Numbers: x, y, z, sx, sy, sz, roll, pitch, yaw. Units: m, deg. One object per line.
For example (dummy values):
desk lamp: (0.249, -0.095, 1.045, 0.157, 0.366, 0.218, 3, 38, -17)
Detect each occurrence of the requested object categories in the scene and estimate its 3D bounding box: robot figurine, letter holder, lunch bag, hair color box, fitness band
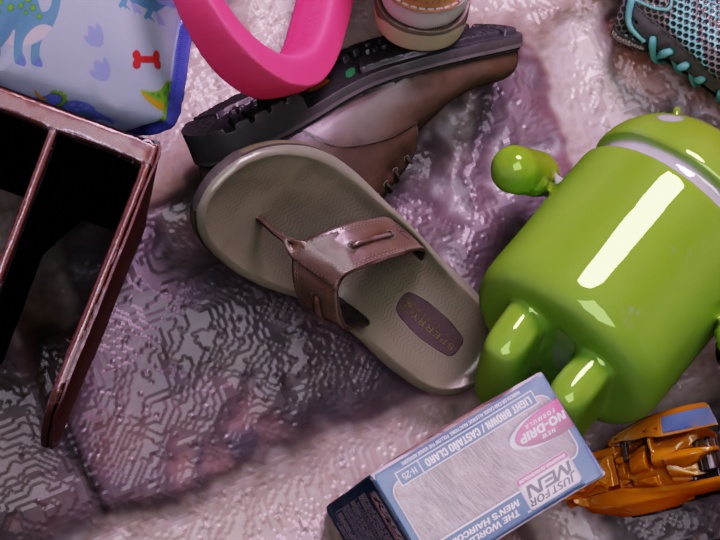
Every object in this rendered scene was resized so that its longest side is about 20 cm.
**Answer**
robot figurine: (0.143, 0.000, 1.278, 0.175, 0.116, 0.200, 36, 68, 16)
letter holder: (-0.173, 0.006, 1.198, 0.100, 0.200, 0.143, 20, 79, -4)
robot figurine: (0.204, 0.126, 1.253, 0.199, 0.058, 0.146, -18, 81, 29)
lunch bag: (-0.175, -0.177, 1.247, 0.169, 0.127, 0.202, 19, 67, -34)
hair color box: (0.048, 0.112, 1.210, 0.100, 0.200, 0.061, -31, 85, -12)
fitness band: (-0.051, -0.182, 1.266, 0.037, 0.144, 0.201, -12, 42, 26)

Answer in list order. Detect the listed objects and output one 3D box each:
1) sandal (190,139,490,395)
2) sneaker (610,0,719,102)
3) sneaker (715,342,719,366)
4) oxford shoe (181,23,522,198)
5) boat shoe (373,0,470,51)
sandal: (0.001, 0.000, 1.263, 0.200, 0.057, 0.080, 34, 95, -23)
sneaker: (0.188, -0.136, 1.345, 0.091, 0.078, 0.201, -22, 80, 5)
sneaker: (0.238, 0.127, 1.299, 0.079, 0.074, 0.201, -23, 85, -5)
oxford shoe: (0.004, -0.078, 1.312, 0.199, 0.073, 0.085, -25, 107, -13)
boat shoe: (0.034, -0.219, 1.302, 0.074, 0.069, 0.201, -3, 59, -8)
